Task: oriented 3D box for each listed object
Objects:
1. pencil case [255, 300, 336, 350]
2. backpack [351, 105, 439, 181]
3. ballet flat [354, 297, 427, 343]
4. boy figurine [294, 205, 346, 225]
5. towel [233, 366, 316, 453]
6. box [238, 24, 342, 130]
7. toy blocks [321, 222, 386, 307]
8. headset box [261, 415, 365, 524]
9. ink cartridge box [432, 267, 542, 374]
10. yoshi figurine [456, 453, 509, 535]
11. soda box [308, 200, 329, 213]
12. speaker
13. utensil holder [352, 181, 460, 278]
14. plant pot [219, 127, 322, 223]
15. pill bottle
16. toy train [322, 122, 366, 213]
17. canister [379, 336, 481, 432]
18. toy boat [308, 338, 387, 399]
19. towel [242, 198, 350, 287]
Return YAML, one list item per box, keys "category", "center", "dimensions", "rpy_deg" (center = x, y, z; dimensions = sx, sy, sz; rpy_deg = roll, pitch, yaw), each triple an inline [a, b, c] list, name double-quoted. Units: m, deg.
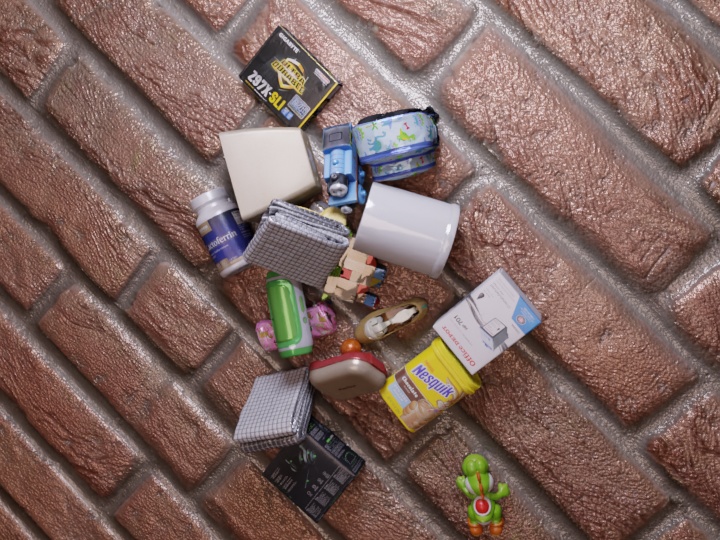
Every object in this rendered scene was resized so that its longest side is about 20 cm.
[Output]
- category: "pencil case"
  center: [-0.157, 0.136, 1.709]
  dimensions: [0.199, 0.083, 0.087]
  rpy_deg: [-19, 84, 18]
- category: "backpack"
  center: [0.081, -0.274, 1.522]
  dimensions: [0.182, 0.200, 0.148]
  rpy_deg: [-12, 95, 16]
- category: "ballet flat"
  center: [0.065, 0.119, 1.655]
  dimensions: [0.199, 0.063, 0.069]
  rpy_deg: [-30, 89, 17]
- category: "boy figurine"
  center: [-0.131, -0.104, 1.602]
  dimensions: [0.199, 0.065, 0.125]
  rpy_deg: [-15, 127, 15]
- category: "towel"
  center: [-0.201, 0.341, 1.692]
  dimensions: [0.165, 0.200, 0.086]
  rpy_deg: [-16, 123, 21]
- category: "box"
  center: [-0.166, -0.447, 1.645]
  dimensions: [0.200, 0.049, 0.160]
  rpy_deg: [46, 108, 5]
- category: "toy blocks"
  center: [0.000, 0.000, 1.650]
  dimensions: [0.136, 0.100, 0.201]
  rpy_deg: [18, 103, 0]
- category: "headset box"
  center: [-0.122, 0.489, 1.743]
  dimensions: [0.200, 0.093, 0.174]
  rpy_deg: [38, 106, 8]
- category: "ink cartridge box"
  center: [0.287, 0.115, 1.582]
  dimensions: [0.200, 0.086, 0.147]
  rpy_deg: [-41, 86, 15]
- category: "yoshi figurine"
  center: [0.285, 0.518, 1.651]
  dimensions: [0.112, 0.112, 0.201]
  rpy_deg: [16, 123, 53]
- category: "soda box"
  center: [-0.134, -0.070, 1.682]
  dimensions: [0.068, 0.064, 0.200]
  rpy_deg: [39, 105, 7]
- category: "speaker"
  center: [-0.166, 0.099, 1.625]
  dimensions: [0.088, 0.088, 0.201]
  rpy_deg: [-13, 84, 17]
- category: "utensil holder"
  center: [0.098, -0.092, 1.537]
  dimensions: [0.199, 0.170, 0.171]
  rpy_deg: [18, 103, -2]
- category: "plant pot"
  center: [-0.193, -0.231, 1.615]
  dimensions: [0.176, 0.200, 0.201]
  rpy_deg: [-15, 91, 4]
- category: "pill bottle"
  center: [-0.331, -0.094, 1.706]
  dimensions: [0.115, 0.116, 0.201]
  rpy_deg: [-27, 90, 17]
- category: "toy train"
  center: [-0.039, -0.229, 1.576]
  dimensions: [0.086, 0.114, 0.201]
  rpy_deg: [-9, 61, 19]
- category: "canister"
  center: [0.160, 0.268, 1.639]
  dimensions: [0.200, 0.087, 0.149]
  rpy_deg: [-40, 86, 18]
- category: "toy boat"
  center: [-0.030, 0.224, 1.674]
  dimensions: [0.199, 0.131, 0.130]
  rpy_deg: [-21, 134, 35]
- category: "towel"
  center: [-0.142, -0.059, 1.546]
  dimensions: [0.199, 0.086, 0.166]
  rpy_deg: [20, 136, -19]
